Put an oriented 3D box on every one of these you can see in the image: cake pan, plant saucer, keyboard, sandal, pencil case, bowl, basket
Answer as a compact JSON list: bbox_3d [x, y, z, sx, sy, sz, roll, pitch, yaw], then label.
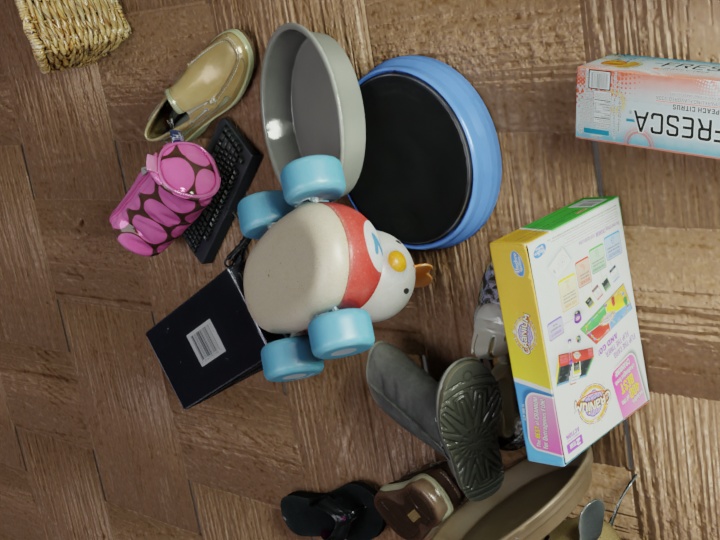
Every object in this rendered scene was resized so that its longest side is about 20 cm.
[{"bbox_3d":[-0.051,-0.160,1.174,0.200,0.036,0.202,34,130,55],"label":"cake pan"},{"bbox_3d":[0.148,0.235,1.083,0.030,0.200,0.200,54,136,-1],"label":"plant saucer"},{"bbox_3d":[-0.168,-0.079,1.381,0.127,0.021,0.201,48,135,18],"label":"keyboard"},{"bbox_3d":[-0.040,0.315,1.405,0.200,0.048,0.076,-20,93,47],"label":"sandal"},{"bbox_3d":[-0.251,-0.088,1.387,0.200,0.093,0.092,-41,56,53],"label":"pencil case"},{"bbox_3d":[0.052,-0.116,1.138,0.200,0.039,0.202,19,120,38],"label":"bowl"},{"bbox_3d":[-0.412,-0.353,1.407,0.142,0.148,0.202,-16,97,46],"label":"basket"}]

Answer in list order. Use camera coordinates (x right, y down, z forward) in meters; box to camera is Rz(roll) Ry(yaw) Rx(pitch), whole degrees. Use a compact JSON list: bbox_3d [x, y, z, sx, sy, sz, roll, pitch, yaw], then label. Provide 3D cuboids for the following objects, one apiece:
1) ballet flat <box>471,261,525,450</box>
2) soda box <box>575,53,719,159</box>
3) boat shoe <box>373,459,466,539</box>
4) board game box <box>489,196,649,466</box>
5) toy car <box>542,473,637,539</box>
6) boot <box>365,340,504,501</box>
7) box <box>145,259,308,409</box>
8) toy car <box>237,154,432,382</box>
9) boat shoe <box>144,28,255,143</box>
[{"bbox_3d":[0.144,0.092,1.118,0.072,0.072,0.202,7,111,42],"label":"ballet flat"},{"bbox_3d":[0.273,-0.131,0.896,0.199,0.068,0.064,16,119,40],"label":"soda box"},{"bbox_3d":[0.077,0.255,1.253,0.075,0.075,0.202,53,158,2],"label":"boat shoe"},{"bbox_3d":[0.191,0.050,0.993,0.040,0.152,0.202,1,107,45],"label":"board game box"},{"bbox_3d":[0.196,0.279,1.092,0.158,0.164,0.201,41,122,24],"label":"toy car"},{"bbox_3d":[0.071,0.124,1.153,0.200,0.072,0.183,-129,28,-53],"label":"boot"},{"bbox_3d":[-0.111,0.052,1.265,0.200,0.181,0.105,-33,83,45],"label":"box"},{"bbox_3d":[0.000,0.000,1.115,0.177,0.199,0.186,-30,67,51],"label":"toy car"},{"bbox_3d":[-0.194,-0.207,1.310,0.072,0.076,0.200,56,135,10],"label":"boat shoe"}]
